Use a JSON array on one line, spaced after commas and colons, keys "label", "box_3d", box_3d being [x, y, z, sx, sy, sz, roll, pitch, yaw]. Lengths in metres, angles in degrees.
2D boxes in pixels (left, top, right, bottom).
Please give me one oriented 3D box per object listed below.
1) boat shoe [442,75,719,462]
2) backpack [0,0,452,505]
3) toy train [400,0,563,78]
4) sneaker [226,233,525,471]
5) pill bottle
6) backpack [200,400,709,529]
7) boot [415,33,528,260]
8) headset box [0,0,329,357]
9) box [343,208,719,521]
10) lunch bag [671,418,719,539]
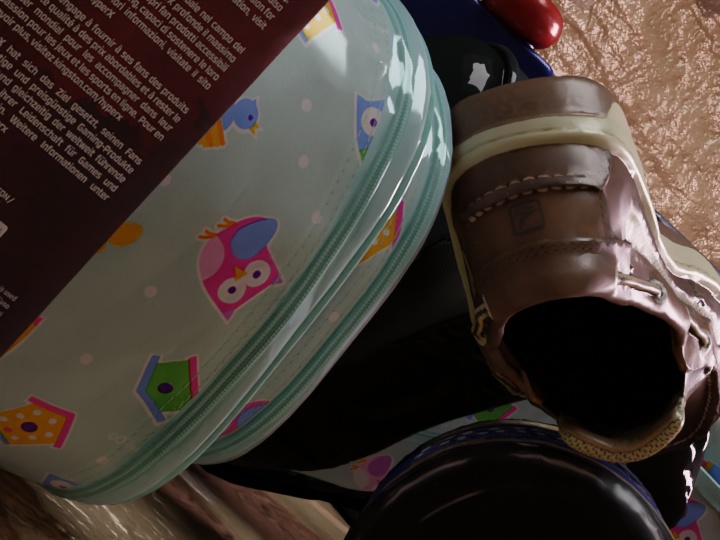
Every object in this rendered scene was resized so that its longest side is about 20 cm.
[{"label": "boat shoe", "box_3d": [0.066, 0.023, 0.868, 0.202, 0.074, 0.075, 50, 28, -59]}, {"label": "backpack", "box_3d": [-0.067, -0.034, 0.789, 0.153, 0.176, 0.200, 37, 9, -27]}, {"label": "toy train", "box_3d": [-0.012, -0.115, 1.133, 0.200, 0.085, 0.116, 43, 1, 8]}, {"label": "sneaker", "box_3d": [0.000, 0.000, 1.032, 0.076, 0.199, 0.115, 41, 45, -33]}, {"label": "pill bottle", "box_3d": [0.047, 0.105, 0.956, 0.112, 0.112, 0.200, 42, 2, 2]}, {"label": "backpack", "box_3d": [0.022, 0.027, 1.157, 0.199, 0.127, 0.167, 8, 14, -14]}, {"label": "boot", "box_3d": [-0.064, -0.050, 0.932, 0.163, 0.198, 0.073, 50, 5, -27]}, {"label": "headset box", "box_3d": [-0.094, -0.071, 0.669, 0.077, 0.200, 0.149, 40, 4, -43]}, {"label": "box", "box_3d": [0.104, 0.074, 1.426, 0.200, 0.199, 0.123, 40, 3, -35]}, {"label": "lunch bag", "box_3d": [0.127, 0.124, 1.306, 0.200, 0.160, 0.077, 44, -4, -13]}]
